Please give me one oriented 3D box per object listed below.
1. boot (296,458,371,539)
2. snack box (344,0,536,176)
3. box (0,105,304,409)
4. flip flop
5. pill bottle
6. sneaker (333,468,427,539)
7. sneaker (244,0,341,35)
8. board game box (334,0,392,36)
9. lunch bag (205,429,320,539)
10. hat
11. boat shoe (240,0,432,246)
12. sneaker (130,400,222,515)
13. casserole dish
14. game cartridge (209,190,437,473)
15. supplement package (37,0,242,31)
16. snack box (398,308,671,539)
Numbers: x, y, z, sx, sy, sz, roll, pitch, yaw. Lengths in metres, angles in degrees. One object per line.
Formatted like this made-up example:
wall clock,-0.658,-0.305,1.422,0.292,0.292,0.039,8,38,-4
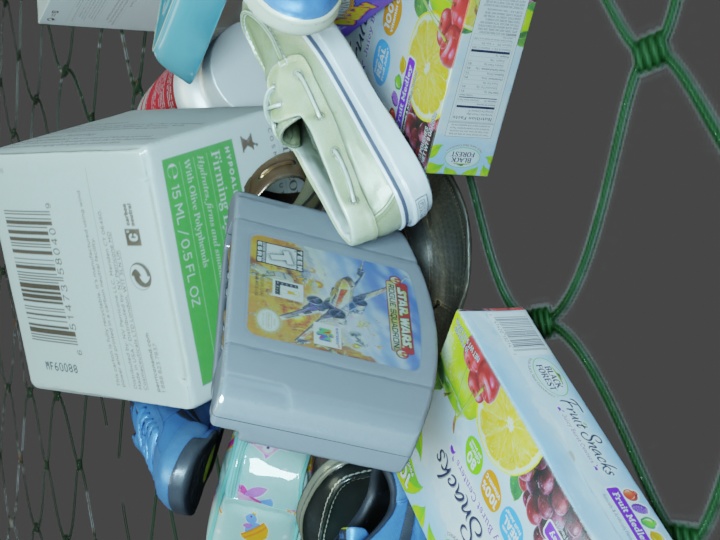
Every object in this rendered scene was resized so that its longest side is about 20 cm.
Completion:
boot,0.008,0.247,0.923,0.154,0.073,0.205,-124,34,-45
snack box,0.039,-0.170,0.843,0.200,0.052,0.143,-125,42,-51
box,-0.158,-0.018,1.001,0.199,0.171,0.201,3,108,38
flip flop,-0.052,-0.061,0.925,0.201,0.057,0.081,-62,-1,-34
pill bottle,-0.125,-0.150,1.131,0.200,0.111,0.113,158,109,-63
sneaker,-0.005,0.219,0.829,0.066,0.078,0.201,-8,49,52
sneaker,-0.038,-0.248,0.743,0.111,0.076,0.202,119,152,-64
board game box,-0.017,-0.235,0.852,0.200,0.044,0.136,162,107,-66
lunch bag,-0.081,0.198,1.051,0.161,0.076,0.202,-78,2,-64
hat,0.000,0.000,0.908,0.200,0.080,0.203,179,90,-66
boat shoe,-0.029,-0.106,0.812,0.201,0.062,0.072,55,158,20
sneaker,-0.149,0.134,0.972,0.200,0.078,0.067,-103,32,-83
casserole dish,-0.122,-0.237,0.978,0.200,0.038,0.122,124,155,-50
game cartridge,-0.020,0.030,0.758,0.201,0.132,0.042,-94,17,-52
supplement package,-0.177,-0.317,1.128,0.191,0.198,0.149,153,113,-62
snack box,0.094,0.140,0.731,0.201,0.052,0.143,-117,34,-45
